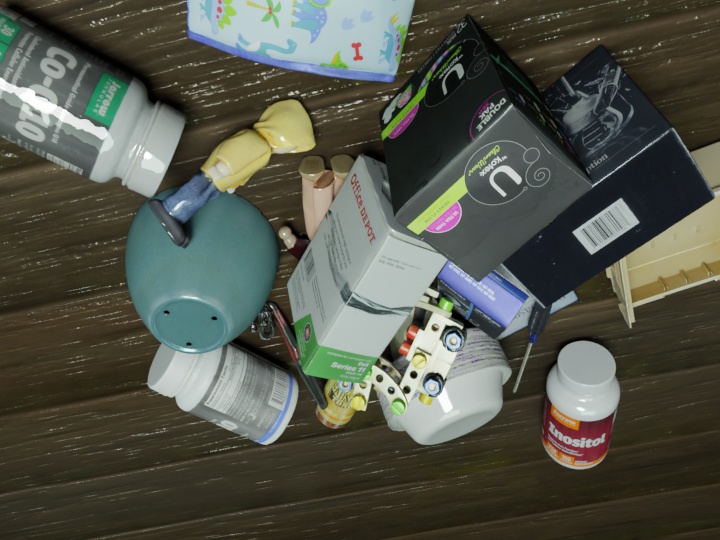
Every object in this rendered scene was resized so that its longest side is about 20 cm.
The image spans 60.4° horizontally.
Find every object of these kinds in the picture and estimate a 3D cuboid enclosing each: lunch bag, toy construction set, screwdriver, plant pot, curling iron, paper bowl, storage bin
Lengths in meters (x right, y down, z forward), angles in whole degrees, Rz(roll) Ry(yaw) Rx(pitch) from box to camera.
[{"bbox_3d":[-0.050,-0.274,0.533,0.194,0.129,0.173,0,132,-17],"label":"lunch bag"},{"bbox_3d":[0.056,0.093,0.766,0.128,0.092,0.204,26,115,10],"label":"toy construction set"},{"bbox_3d":[0.255,0.119,0.924,0.028,0.028,0.204,16,131,21],"label":"screwdriver"},{"bbox_3d":[-0.201,0.020,0.763,0.193,0.137,0.204,-2,131,-2],"label":"plant pot"},{"bbox_3d":[-0.101,0.128,0.909,0.049,0.026,0.203,-30,115,3],"label":"curling iron"},{"bbox_3d":[0.125,0.177,0.893,0.195,0.107,0.202,-17,152,-9],"label":"paper bowl"},{"bbox_3d":[0.414,-0.043,0.784,0.195,0.095,0.201,-19,129,12],"label":"storage bin"}]

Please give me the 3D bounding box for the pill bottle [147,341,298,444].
[{"bbox_3d":[-0.197,0.164,0.898,0.198,0.115,0.114,32,122,-27],"label":"pill bottle"}]

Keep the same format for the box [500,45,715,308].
[{"bbox_3d":[0.227,-0.101,0.662,0.199,0.185,0.103,-38,123,25],"label":"box"}]

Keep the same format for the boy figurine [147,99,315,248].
[{"bbox_3d":[-0.136,-0.110,0.680,0.198,0.124,0.065,-38,93,-10],"label":"boy figurine"}]

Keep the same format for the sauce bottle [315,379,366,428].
[{"bbox_3d":[-0.012,0.159,0.941,0.064,0.067,0.203,13,128,-15],"label":"sauce bottle"}]

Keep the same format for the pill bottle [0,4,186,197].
[{"bbox_3d":[-0.284,-0.160,0.619,0.196,0.115,0.114,25,125,-24],"label":"pill bottle"}]

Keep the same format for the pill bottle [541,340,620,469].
[{"bbox_3d":[0.348,0.213,0.982,0.109,0.115,0.204,-8,130,3],"label":"pill bottle"}]

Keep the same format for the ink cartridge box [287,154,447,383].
[{"bbox_3d":[0.000,0.000,0.689,0.081,0.149,0.202,15,126,-27],"label":"ink cartridge box"}]

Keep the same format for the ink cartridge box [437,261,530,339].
[{"bbox_3d":[0.139,0.032,0.738,0.040,0.099,0.200,-51,166,-6],"label":"ink cartridge box"}]

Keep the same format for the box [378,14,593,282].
[{"bbox_3d":[0.112,-0.125,0.620,0.123,0.203,0.148,31,123,-28],"label":"box"}]

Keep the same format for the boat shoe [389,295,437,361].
[{"bbox_3d":[0.077,0.060,0.861,0.061,0.072,0.204,-16,135,-14],"label":"boat shoe"}]

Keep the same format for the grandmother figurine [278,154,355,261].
[{"bbox_3d":[-0.043,-0.041,0.775,0.117,0.061,0.204,3,128,6],"label":"grandmother figurine"}]

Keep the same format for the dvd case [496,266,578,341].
[{"bbox_3d":[0.204,0.013,0.864,0.141,0.018,0.200,-30,126,19],"label":"dvd case"}]
